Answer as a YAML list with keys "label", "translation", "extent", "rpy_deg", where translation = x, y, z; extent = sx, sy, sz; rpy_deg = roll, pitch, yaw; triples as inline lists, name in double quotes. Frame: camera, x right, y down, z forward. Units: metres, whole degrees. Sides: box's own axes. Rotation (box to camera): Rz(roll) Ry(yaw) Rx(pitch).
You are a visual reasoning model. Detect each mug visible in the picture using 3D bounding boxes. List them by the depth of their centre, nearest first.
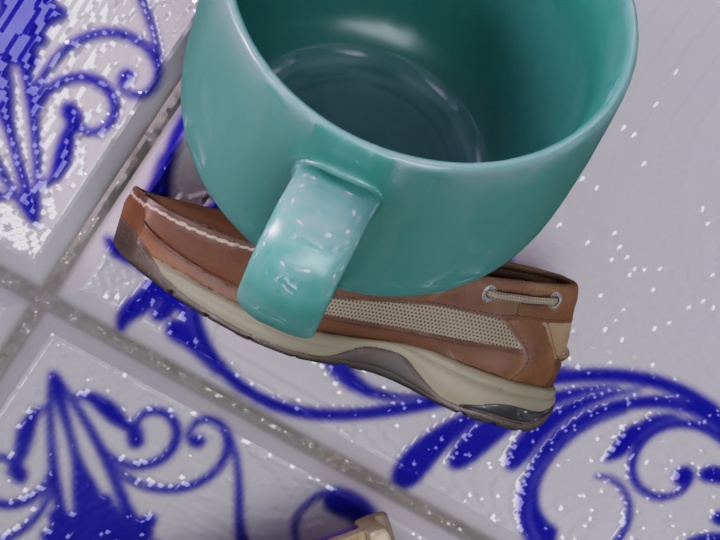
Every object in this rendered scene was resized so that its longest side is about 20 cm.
- label: "mug"
  translation: [-0.001, -0.061, 0.758]
  extent: [0.185, 0.152, 0.115]
  rpy_deg: [-26, 160, -29]

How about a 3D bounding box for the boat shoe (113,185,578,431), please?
- label: "boat shoe"
  translation: [0.000, 0.000, 0.839]
  extent: [0.199, 0.076, 0.074]
  rpy_deg: [20, 98, -26]

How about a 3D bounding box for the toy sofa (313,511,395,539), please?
- label: "toy sofa"
  translation: [-0.069, 0.173, 0.889]
  extent: [0.199, 0.098, 0.083]
  rpy_deg: [-19, 90, -5]
